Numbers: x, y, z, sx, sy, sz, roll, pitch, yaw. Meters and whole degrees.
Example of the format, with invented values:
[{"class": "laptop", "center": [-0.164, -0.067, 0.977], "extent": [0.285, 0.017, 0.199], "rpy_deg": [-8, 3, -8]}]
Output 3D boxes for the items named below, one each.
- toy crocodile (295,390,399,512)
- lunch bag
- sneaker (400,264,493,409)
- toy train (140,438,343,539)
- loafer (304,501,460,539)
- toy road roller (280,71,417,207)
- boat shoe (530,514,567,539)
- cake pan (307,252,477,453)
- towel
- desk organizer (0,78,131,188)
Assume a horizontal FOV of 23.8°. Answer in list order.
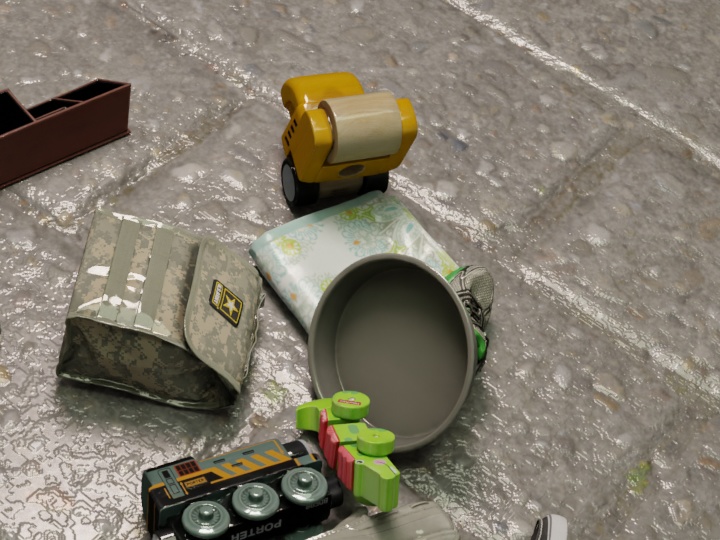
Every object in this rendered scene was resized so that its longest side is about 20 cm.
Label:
[{"class": "toy crocodile", "center": [-0.009, 0.176, 1.679], "extent": [0.061, 0.068, 0.200], "rpy_deg": [-3, 24, -19]}, {"class": "lunch bag", "center": [-0.199, 0.043, 1.767], "extent": [0.198, 0.118, 0.165], "rpy_deg": [15, 46, -7]}, {"class": "sneaker", "center": [0.111, 0.071, 1.817], "extent": [0.078, 0.085, 0.201], "rpy_deg": [39, 47, -21]}, {"class": "toy train", "center": [-0.118, 0.221, 1.649], "extent": [0.198, 0.086, 0.114], "rpy_deg": [-16, 43, -25]}, {"class": "loafer", "center": [0.000, 0.265, 1.644], "extent": [0.198, 0.070, 0.070], "rpy_deg": [-5, 44, -27]}, {"class": "toy road roller", "center": [-0.028, -0.170, 1.943], "extent": [0.122, 0.200, 0.148], "rpy_deg": [-9, 73, -20]}, {"class": "boat shoe", "center": [0.149, 0.313, 1.635], "extent": [0.066, 0.070, 0.201], "rpy_deg": [19, 55, 3]}, {"class": "cake pan", "center": [0.036, 0.083, 1.744], "extent": [0.200, 0.201, 0.037], "rpy_deg": [43, 21, 25]}, {"class": "towel", "center": [0.000, 0.000, 1.895], "extent": [0.199, 0.048, 0.171], "rpy_deg": [-23, 56, -29]}, {"class": "desk organizer", "center": [-0.360, -0.171, 1.949], "extent": [0.199, 0.077, 0.072], "rpy_deg": [-28, 59, -32]}]
